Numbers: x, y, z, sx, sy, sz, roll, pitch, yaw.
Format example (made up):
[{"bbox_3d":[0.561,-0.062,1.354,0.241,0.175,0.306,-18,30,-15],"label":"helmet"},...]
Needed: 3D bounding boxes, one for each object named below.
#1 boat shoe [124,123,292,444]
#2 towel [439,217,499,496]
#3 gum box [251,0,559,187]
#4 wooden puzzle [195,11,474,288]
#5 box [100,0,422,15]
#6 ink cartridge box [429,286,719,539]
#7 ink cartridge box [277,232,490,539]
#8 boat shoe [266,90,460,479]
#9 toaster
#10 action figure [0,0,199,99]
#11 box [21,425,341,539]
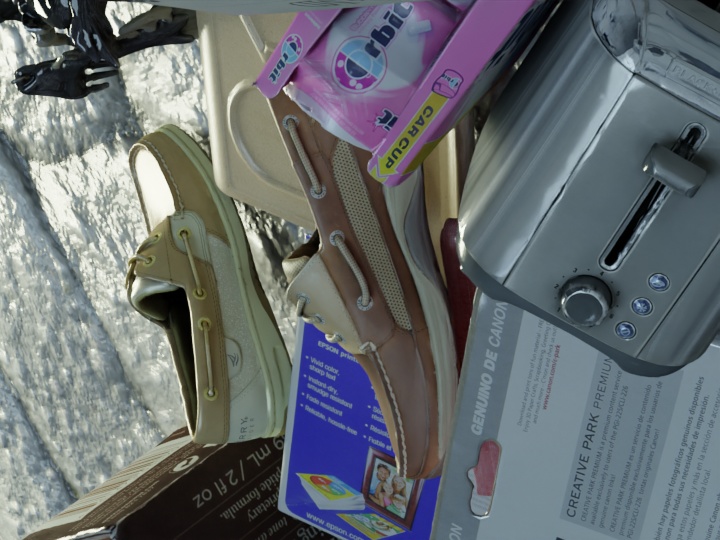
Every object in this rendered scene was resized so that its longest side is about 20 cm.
[{"bbox_3d":[-0.098,0.006,0.995,0.200,0.066,0.074,65,154,24],"label":"boat shoe"},{"bbox_3d":[0.138,0.045,0.790,0.199,0.023,0.144,3,117,23],"label":"towel"},{"bbox_3d":[0.040,-0.113,0.654,0.066,0.200,0.114,37,113,2],"label":"gum box"},{"bbox_3d":[-0.008,-0.098,0.879,0.200,0.046,0.186,27,134,37],"label":"wooden puzzle"},{"bbox_3d":[-0.043,-0.181,0.502,0.199,0.130,0.201,8,96,60],"label":"box"},{"bbox_3d":[0.128,0.090,0.753,0.175,0.084,0.201,17,121,14],"label":"ink cartridge box"},{"bbox_3d":[0.056,0.084,0.910,0.198,0.043,0.200,23,131,19],"label":"ink cartridge box"},{"bbox_3d":[0.000,0.000,0.805,0.076,0.072,0.201,-131,30,-83],"label":"boat shoe"},{"bbox_3d":[0.120,-0.067,0.663,0.113,0.200,0.129,30,131,-1],"label":"toaster"},{"bbox_3d":[-0.146,-0.158,0.940,0.119,0.102,0.200,60,158,-3],"label":"action figure"},{"bbox_3d":[-0.084,0.209,1.088,0.164,0.166,0.200,-22,100,52],"label":"box"}]
